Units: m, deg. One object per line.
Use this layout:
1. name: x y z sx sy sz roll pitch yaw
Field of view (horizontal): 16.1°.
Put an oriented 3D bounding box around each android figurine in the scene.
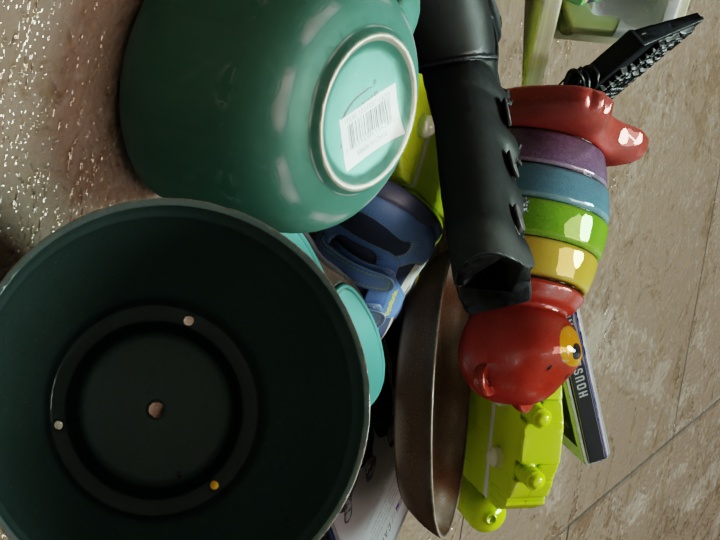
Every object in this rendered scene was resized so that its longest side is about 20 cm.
1. android figurine: 0.097 0.098 1.851 0.200 0.041 0.183 -134 -133 -65
2. android figurine: 0.049 -0.110 1.737 0.200 0.041 0.183 44 61 -68

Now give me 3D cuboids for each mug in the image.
1. mug: -0.034 -0.112 1.386 0.152 0.114 0.186 26 83 -55

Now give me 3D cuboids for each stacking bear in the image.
1. stacking bear: 0.113 -0.009 1.688 0.121 0.113 0.201 33 63 -61

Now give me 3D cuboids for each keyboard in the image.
1. keyboard: 0.162 -0.113 1.807 0.104 0.040 0.200 -19 165 -35

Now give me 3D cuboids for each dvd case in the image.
1. dvd case: 0.004 0.127 1.788 0.200 0.025 0.151 76 34 -52
2. dvd case: 0.124 0.026 1.857 0.025 0.150 0.201 -19 114 -13

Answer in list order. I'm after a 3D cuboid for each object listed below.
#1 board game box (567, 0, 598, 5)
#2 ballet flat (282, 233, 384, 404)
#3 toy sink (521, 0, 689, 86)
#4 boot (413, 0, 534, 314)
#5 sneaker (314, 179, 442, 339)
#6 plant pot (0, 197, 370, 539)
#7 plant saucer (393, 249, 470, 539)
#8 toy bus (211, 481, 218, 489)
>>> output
1. board game box: 0.069 -0.213 1.515 0.135 0.200 0.029 -22 136 -65
2. ballet flat: -0.043 0.017 1.548 0.073 0.073 0.200 -67 150 -23
3. toy sink: 0.180 -0.234 1.798 0.131 0.112 0.201 98 -2 -55
4. boot: 0.057 -0.091 1.552 0.165 0.065 0.201 42 42 -60
5. sneaker: 0.000 0.000 1.611 0.082 0.074 0.200 -55 168 -21
6. plant pot: -0.103 0.070 1.304 0.134 0.200 0.201 148 -41 -81
7. plant saucer: 0.049 0.082 1.742 0.200 0.032 0.201 3 90 -79
8. toy bus: -0.095 0.139 1.504 0.078 0.065 0.200 72 37 -53
